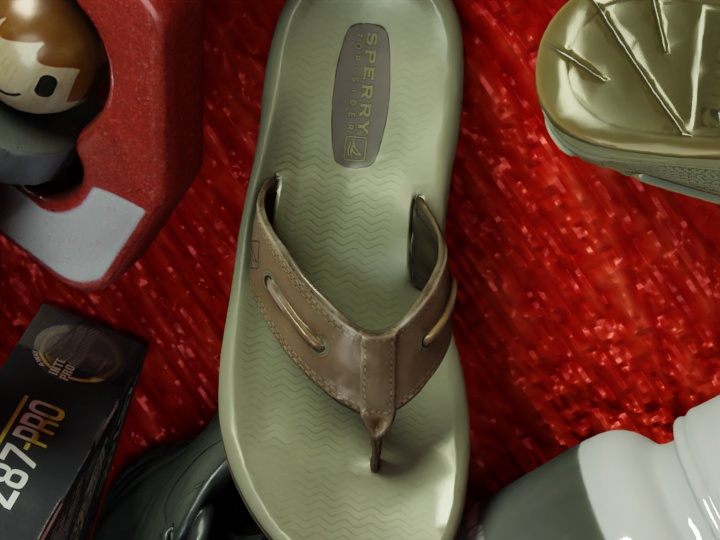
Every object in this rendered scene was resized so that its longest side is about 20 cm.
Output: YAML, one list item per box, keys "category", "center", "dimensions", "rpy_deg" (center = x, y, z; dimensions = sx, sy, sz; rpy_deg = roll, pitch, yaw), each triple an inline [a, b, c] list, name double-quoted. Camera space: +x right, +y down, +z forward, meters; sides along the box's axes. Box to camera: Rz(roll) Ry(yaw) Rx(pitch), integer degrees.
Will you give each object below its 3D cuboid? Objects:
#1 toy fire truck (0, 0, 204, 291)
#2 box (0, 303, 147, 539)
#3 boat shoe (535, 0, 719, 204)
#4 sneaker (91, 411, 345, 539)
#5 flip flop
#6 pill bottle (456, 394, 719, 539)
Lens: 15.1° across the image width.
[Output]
- category: "toy fire truck"
  center: [-0.130, -0.089, 0.817]
  dimensions: [0.200, 0.112, 0.168]
  rpy_deg: [38, 134, 2]
- category: "box"
  center: [-0.139, 0.135, 0.946]
  dimensions: [0.049, 0.161, 0.200]
  rpy_deg: [23, 125, 4]
- category: "boat shoe"
  center: [0.153, -0.041, 0.822]
  dimensions: [0.200, 0.063, 0.073]
  rpy_deg: [7, 77, 8]
- category: "sneaker"
  center: [-0.050, 0.093, 0.939]
  dimensions: [0.076, 0.091, 0.200]
  rpy_deg: [30, 125, -5]
- category: "flip flop"
  center: [0.000, 0.000, 0.840]
  dimensions: [0.081, 0.058, 0.200]
  rpy_deg: [5, 90, -4]
- category: "pill bottle"
  center: [0.069, 0.123, 0.889]
  dimensions: [0.200, 0.114, 0.114]
  rpy_deg: [-32, 108, 12]
